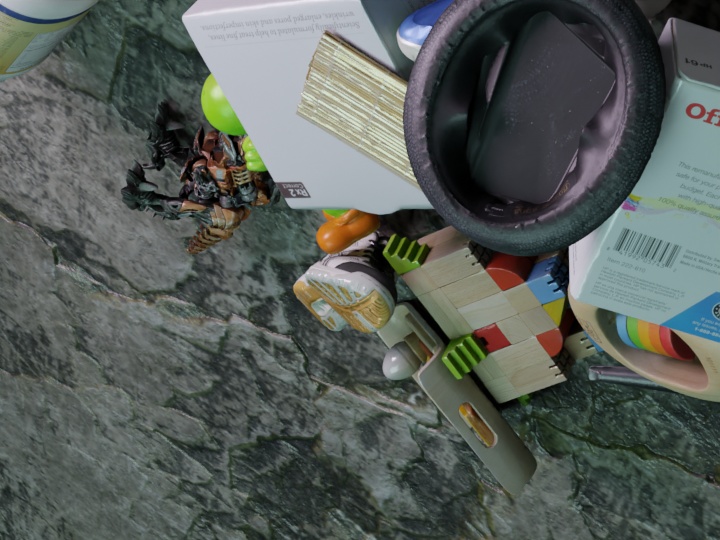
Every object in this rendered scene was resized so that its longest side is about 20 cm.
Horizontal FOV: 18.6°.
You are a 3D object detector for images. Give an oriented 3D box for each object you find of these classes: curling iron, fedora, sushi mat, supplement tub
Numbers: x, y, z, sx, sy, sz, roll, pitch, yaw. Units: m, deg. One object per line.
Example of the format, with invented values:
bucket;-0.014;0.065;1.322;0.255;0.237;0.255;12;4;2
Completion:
curling iron;0.281;0.103;1.804;0.199;0.050;0.026;13;173;21
fedora;0.128;-0.112;1.504;0.199;0.091;0.202;2;95;25
sushi mat;0.042;-0.095;1.612;0.199;0.012;0.096;32;146;9
supplement tub;-0.306;-0.250;1.885;0.144;0.145;0.200;45;147;-9

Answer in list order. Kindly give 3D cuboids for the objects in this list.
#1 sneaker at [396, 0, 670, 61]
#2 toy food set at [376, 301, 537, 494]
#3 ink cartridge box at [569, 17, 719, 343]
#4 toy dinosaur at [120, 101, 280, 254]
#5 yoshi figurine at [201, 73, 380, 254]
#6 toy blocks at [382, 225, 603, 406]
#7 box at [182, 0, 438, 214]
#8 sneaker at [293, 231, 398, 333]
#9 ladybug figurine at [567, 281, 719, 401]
sneaker;0.111;-0.216;1.533;0.199;0.077;0.112;-11;126;15
toy food set;0.077;0.116;1.954;0.144;0.060;0.200;51;180;-17
ink cartridge box;0.247;-0.059;1.536;0.144;0.085;0.201;16;127;-8
toy dinosaur;-0.141;-0.073;1.991;0.135;0.102;0.201;20;124;0
yoshi figurine;-0.065;-0.111;1.855;0.112;0.112;0.201;2;130;52
toy blocks;0.134;0.023;1.839;0.136;0.100;0.200;-23;115;37
box;0.005;-0.160;1.700;0.198;0.131;0.201;1;131;43
sneaker;0.000;0.000;1.898;0.076;0.088;0.200;47;170;-11
ladybug figurine;0.242;0.035;1.702;0.200;0.072;0.136;18;150;52
